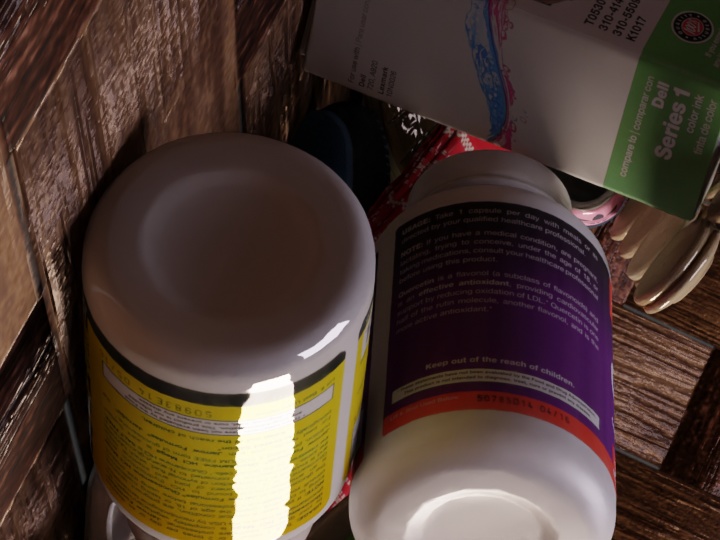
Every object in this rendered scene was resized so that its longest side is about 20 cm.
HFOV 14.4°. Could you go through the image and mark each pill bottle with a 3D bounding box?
[{"bbox_3d":[-0.055,0.044,1.149,0.200,0.112,0.113,96,19,-56],"label":"pill bottle"},{"bbox_3d":[0.055,0.042,1.245,0.200,0.112,0.113,-85,-172,-45],"label":"pill bottle"}]

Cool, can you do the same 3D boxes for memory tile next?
[{"bbox_3d":[0.178,-0.054,1.344,0.153,0.017,0.200,-49,-173,10],"label":"memory tile"}]

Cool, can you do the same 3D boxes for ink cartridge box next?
[{"bbox_3d":[0.092,-0.127,1.327,0.145,0.200,0.084,-57,165,-46],"label":"ink cartridge box"}]

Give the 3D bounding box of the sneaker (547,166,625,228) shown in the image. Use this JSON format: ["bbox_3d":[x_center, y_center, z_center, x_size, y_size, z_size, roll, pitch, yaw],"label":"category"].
[{"bbox_3d":[0.092,-0.116,1.449,0.070,0.200,0.082,-23,-172,0],"label":"sneaker"}]

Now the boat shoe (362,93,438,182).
[{"bbox_3d":[0.031,-0.065,1.455,0.072,0.065,0.200,-38,126,-24],"label":"boat shoe"}]

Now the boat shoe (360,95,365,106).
[{"bbox_3d":[0.020,-0.060,1.549,0.069,0.072,0.200,-54,157,-56],"label":"boat shoe"}]

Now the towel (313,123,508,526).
[{"bbox_3d":[0.016,0.021,1.372,0.200,0.022,0.145,-50,146,-12],"label":"towel"}]

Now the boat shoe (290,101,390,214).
[{"bbox_3d":[0.000,0.000,1.428,0.068,0.084,0.200,-14,131,-22],"label":"boat shoe"}]

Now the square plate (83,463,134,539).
[{"bbox_3d":[-0.086,0.076,1.365,0.198,0.028,0.200,103,14,-57],"label":"square plate"}]

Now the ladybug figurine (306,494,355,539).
[{"bbox_3d":[0.023,0.144,1.337,0.200,0.072,0.136,-37,-164,18],"label":"ladybug figurine"}]

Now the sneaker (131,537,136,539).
[{"bbox_3d":[-0.118,0.167,1.253,0.200,0.070,0.093,-42,142,-12],"label":"sneaker"}]
